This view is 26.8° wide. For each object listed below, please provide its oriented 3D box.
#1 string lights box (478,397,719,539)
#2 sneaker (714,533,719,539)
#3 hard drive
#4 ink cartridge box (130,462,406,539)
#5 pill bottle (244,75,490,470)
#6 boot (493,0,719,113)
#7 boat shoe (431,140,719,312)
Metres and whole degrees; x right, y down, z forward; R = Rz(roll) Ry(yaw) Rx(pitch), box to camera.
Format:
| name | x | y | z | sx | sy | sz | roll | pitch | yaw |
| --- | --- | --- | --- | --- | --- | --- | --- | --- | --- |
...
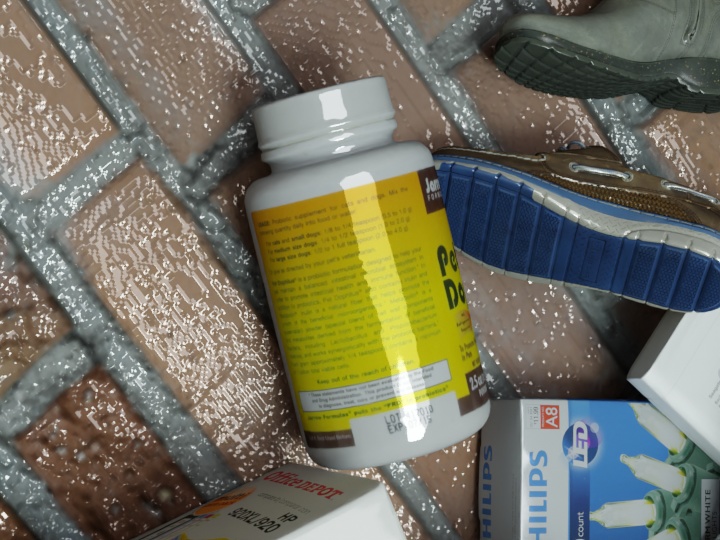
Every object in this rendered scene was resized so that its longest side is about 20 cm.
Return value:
| name | x | y | z | sx | sy | sz | roll | pitch | yaw |
| --- | --- | --- | --- | --- | --- | --- | --- | --- | --- |
| string lights box | 0.171 | 0.132 | 0.928 | 0.198 | 0.059 | 0.104 | 3 | 84 | -23 |
| sneaker | 0.253 | 0.130 | 0.860 | 0.074 | 0.081 | 0.202 | 13 | 101 | -8 |
| hard drive | 0.268 | 0.076 | 0.926 | 0.200 | 0.027 | 0.132 | 41 | 72 | -14 |
| ink cartridge box | -0.071 | 0.209 | 0.782 | 0.198 | 0.147 | 0.146 | -23 | 97 | -21 |
| pill bottle | 0.000 | 0.000 | 0.837 | 0.108 | 0.109 | 0.203 | -15 | 95 | -21 |
| boot | 0.166 | -0.174 | 0.941 | 0.198 | 0.067 | 0.132 | 4 | 82 | -29 |
| boat shoe | 0.128 | -0.035 | 0.896 | 0.198 | 0.073 | 0.073 | 20 | 46 | 6 |
